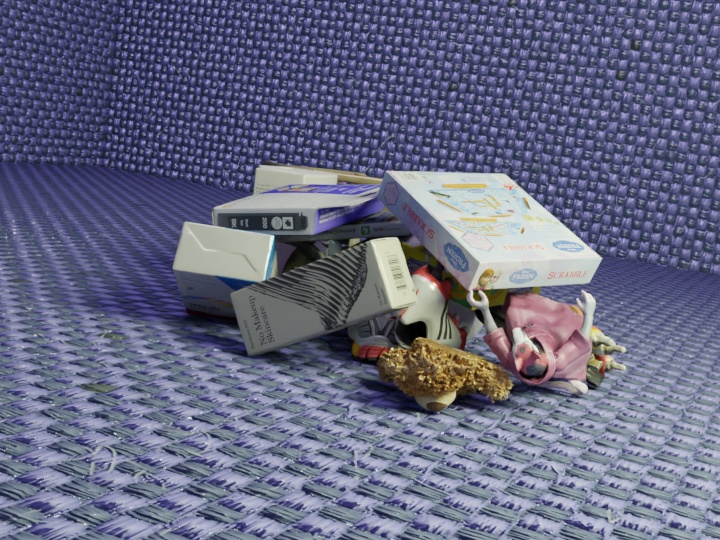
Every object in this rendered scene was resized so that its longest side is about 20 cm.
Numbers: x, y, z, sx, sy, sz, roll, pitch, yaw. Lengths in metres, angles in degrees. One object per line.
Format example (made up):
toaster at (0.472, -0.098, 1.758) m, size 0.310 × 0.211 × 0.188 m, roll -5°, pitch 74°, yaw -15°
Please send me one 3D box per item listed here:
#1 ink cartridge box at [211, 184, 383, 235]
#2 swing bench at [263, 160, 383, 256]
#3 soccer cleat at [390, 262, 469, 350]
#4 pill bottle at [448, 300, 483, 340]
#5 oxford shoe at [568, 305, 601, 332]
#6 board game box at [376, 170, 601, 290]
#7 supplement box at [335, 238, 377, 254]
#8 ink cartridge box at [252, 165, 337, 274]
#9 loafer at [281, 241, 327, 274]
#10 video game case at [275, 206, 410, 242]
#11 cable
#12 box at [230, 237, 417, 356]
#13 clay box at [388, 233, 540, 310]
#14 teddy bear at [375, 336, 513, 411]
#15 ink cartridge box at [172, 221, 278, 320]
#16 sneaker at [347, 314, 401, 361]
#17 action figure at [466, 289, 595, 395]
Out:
ink cartridge box at (-0.054, -0.080, 1.349) m, size 0.199 × 0.044 × 0.198 m, roll 0°, pitch 13°, yaw 28°
swing bench at (-0.072, -0.072, 1.769) m, size 0.199 × 0.200 × 0.130 m, roll 4°, pitch 8°, yaw -23°
soccer cleat at (0.079, 0.068, 1.257) m, size 0.069 × 0.085 × 0.200 m, roll 35°, pitch -17°, yaw 25°
pill bottle at (0.123, 0.043, 1.450) m, size 0.112 × 0.114 × 0.200 m, roll 9°, pitch 8°, yaw 10°
oxford shoe at (0.271, 0.088, 1.444) m, size 0.073 × 0.072 × 0.200 m, roll 2°, pitch 9°, yaw -10°
board game box at (0.153, -0.052, 1.260) m, size 0.199 × 0.041 × 0.200 m, roll -2°, pitch 36°, yaw -35°
supplement box at (0.000, 0.000, 1.467) m, size 0.199 × 0.069 × 0.067 m, roll -24°, pitch 11°, yaw -2°
ink cartridge box at (-0.105, -0.053, 1.584) m, size 0.084 × 0.201 × 0.146 m, roll 10°, pitch 8°, yaw 17°
loafer at (-0.056, 0.017, 1.344) m, size 0.075 × 0.070 × 0.200 m, roll 42°, pitch -1°, yaw -17°
video game case at (0.000, -0.070, 1.442) m, size 0.181 × 0.022 × 0.200 m, roll -3°, pitch 11°, yaw 16°
cable at (0.239, 0.085, 1.310) m, size 0.200 × 0.050 × 0.097 m, roll 25°, pitch -21°, yaw 39°
box at (-0.043, 0.031, 1.179) m, size 0.199 × 0.083 × 0.068 m, roll -21°, pitch -6°, yaw 28°
clay box at (0.136, -0.001, 1.311) m, size 0.114 × 0.048 × 0.200 m, roll -9°, pitch 23°, yaw -33°
teddy bear at (0.086, 0.113, 1.127) m, size 0.144 × 0.067 × 0.200 m, roll 17°, pitch 0°, yaw -7°
ink cartridge box at (-0.168, 0.014, 1.349) m, size 0.116 × 0.068 × 0.200 m, roll 8°, pitch -22°, yaw 1°
sneaker at (0.028, 0.060, 1.333) m, size 0.077 × 0.083 × 0.200 m, roll 7°, pitch 7°, yaw -5°
action figure at (0.186, 0.088, 1.156) m, size 0.133 × 0.150 × 0.200 m, roll 6°, pitch 14°, yaw 16°
